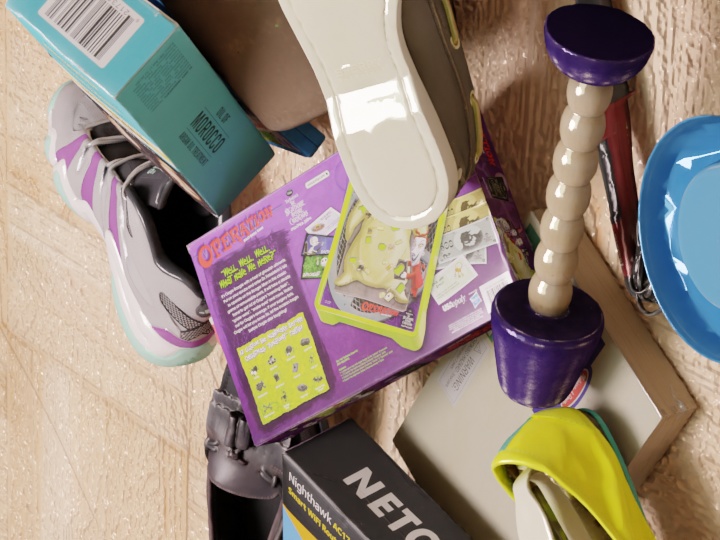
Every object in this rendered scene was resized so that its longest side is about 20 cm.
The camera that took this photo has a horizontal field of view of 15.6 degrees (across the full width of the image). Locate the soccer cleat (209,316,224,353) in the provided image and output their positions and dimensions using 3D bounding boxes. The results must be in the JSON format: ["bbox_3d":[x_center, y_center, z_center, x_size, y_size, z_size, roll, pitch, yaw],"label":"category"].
[{"bbox_3d":[-0.013,0.024,1.469,0.077,0.067,0.200,54,143,-5],"label":"soccer cleat"}]

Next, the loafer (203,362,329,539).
[{"bbox_3d":[-0.059,0.123,1.511,0.072,0.063,0.201,31,143,27],"label":"loafer"}]

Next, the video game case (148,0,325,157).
[{"bbox_3d":[-0.117,-0.137,1.458,0.018,0.200,0.143,-52,22,-6],"label":"video game case"}]

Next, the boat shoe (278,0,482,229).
[{"bbox_3d":[0.008,-0.124,1.259,0.072,0.060,0.203,-7,108,30],"label":"boat shoe"}]

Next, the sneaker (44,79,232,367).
[{"bbox_3d":[-0.123,-0.056,1.572,0.201,0.077,0.140,62,153,18],"label":"sneaker"}]

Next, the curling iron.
[{"bbox_3d":[0.128,-0.078,1.254,0.049,0.025,0.202,-19,78,35],"label":"curling iron"}]

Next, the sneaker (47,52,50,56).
[{"bbox_3d":[-0.175,-0.227,1.618,0.090,0.070,0.201,55,142,27],"label":"sneaker"}]

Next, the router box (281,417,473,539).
[{"bbox_3d":[0.033,0.196,1.407,0.200,0.051,0.150,43,147,36],"label":"router box"}]

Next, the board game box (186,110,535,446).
[{"bbox_3d":[0.000,0.000,1.367,0.199,0.032,0.121,-29,78,37],"label":"board game box"}]

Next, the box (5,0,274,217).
[{"bbox_3d":[-0.110,-0.097,1.353,0.082,0.049,0.200,40,176,20],"label":"box"}]

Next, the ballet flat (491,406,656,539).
[{"bbox_3d":[0.125,0.160,1.257,0.201,0.067,0.067,60,142,10],"label":"ballet flat"}]

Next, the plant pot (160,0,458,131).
[{"bbox_3d":[-0.035,-0.173,1.344,0.200,0.200,0.176,-16,104,57],"label":"plant pot"}]

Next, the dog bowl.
[{"bbox_3d":[0.202,-0.022,1.134,0.200,0.049,0.112,-12,89,57],"label":"dog bowl"}]

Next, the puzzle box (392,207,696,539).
[{"bbox_3d":[0.090,0.080,1.352,0.134,0.025,0.200,60,142,27],"label":"puzzle box"}]

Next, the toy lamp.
[{"bbox_3d":[0.097,-0.024,1.228,0.058,0.058,0.201,45,139,40],"label":"toy lamp"}]
